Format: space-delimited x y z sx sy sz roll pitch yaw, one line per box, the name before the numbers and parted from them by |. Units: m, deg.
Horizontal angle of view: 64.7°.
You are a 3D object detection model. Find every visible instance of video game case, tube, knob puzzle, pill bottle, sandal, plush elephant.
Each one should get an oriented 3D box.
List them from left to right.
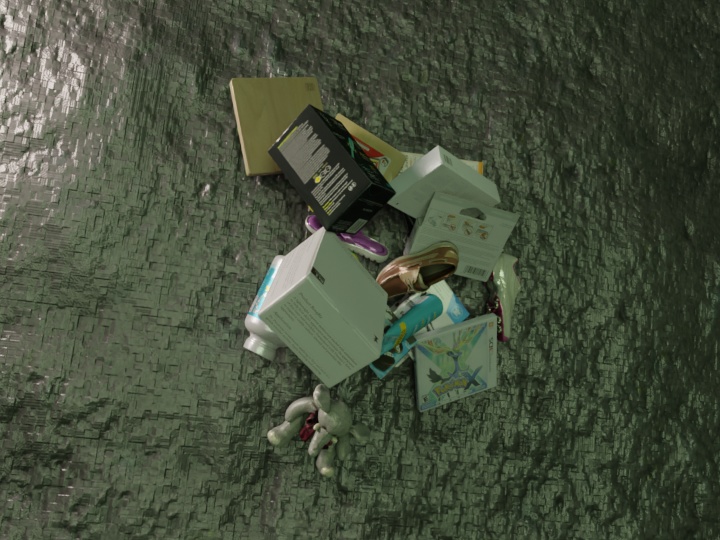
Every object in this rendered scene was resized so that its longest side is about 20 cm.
pill bottle | -0.169 0.080 1.183 0.109 0.111 0.204 25 80 -6
plush elephant | -0.070 0.316 1.150 0.164 0.155 0.201 38 79 -4
sandal | -0.023 -0.084 1.243 0.199 0.083 0.050 23 122 -12
knob puzzle | -0.021 -0.196 1.207 0.214 0.030 0.226 1 93 9
tube | 0.092 0.107 1.112 0.050 0.079 0.199 36 41 23
video game case | 0.208 0.200 1.233 0.195 0.022 0.187 -14 116 -16

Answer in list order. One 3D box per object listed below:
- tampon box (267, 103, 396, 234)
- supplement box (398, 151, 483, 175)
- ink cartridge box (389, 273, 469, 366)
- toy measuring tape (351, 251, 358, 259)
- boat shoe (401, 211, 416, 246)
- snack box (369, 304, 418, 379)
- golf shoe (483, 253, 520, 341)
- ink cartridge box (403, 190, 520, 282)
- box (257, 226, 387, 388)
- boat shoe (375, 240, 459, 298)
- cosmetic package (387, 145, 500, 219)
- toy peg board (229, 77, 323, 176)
tampon box | -0.053 -0.190 1.101 0.126 0.149 0.201 -42 75 17
supplement box | 0.159 -0.202 1.268 0.195 0.126 0.076 5 84 -9
ink cartridge box | 0.123 0.112 1.234 0.199 0.067 0.116 -40 96 -2
toy measuring tape | 0.000 0.000 1.246 0.195 0.074 0.075 13 81 -11
boat shoe | 0.134 -0.064 1.276 0.067 0.074 0.202 -33 105 -6
snack box | 0.017 0.113 1.193 0.201 0.117 0.037 48 33 12
golf shoe | 0.332 0.057 1.298 0.089 0.075 0.206 -5 85 -14
ink cartridge box | 0.209 -0.076 1.196 0.195 0.044 0.176 13 122 -12
box | -0.060 0.062 1.050 0.130 0.201 0.200 -33 111 24
boat shoe | 0.115 0.009 1.180 0.197 0.073 0.076 -30 124 20
cosmetic package | 0.169 -0.158 1.168 0.198 0.150 0.053 22 48 -39
toy peg board | -0.181 -0.305 1.247 0.195 0.097 0.205 -10 87 -27
